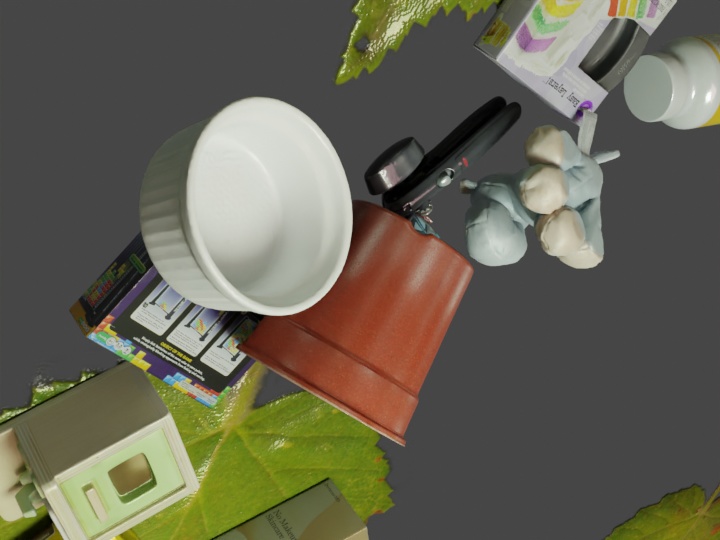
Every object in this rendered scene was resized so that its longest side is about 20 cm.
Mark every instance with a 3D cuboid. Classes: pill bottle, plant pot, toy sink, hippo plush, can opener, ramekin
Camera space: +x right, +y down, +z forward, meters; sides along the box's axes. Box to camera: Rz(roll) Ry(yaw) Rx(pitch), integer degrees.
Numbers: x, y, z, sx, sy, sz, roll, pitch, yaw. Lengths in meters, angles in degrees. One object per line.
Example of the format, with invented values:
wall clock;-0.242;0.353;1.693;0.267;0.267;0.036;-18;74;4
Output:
pill bottle;0.424;-0.233;1.326;0.200;0.112;0.112;-12;128;-30
plant pot;0.007;0.046;1.112;0.201;0.201;0.195;38;80;-47
toy sink;-0.289;0.210;1.133;0.200;0.112;0.131;-27;134;-18
hippo plush;0.184;-0.090;1.233;0.159;0.161;0.200;45;47;-40
can opener;0.099;-0.128;1.200;0.200;0.063;0.079;-34;136;-10
ramekin;-0.110;-0.055;1.014;0.200;0.098;0.201;9;78;-46

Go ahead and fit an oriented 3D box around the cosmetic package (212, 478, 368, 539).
cosmetic package;-0.097;0.368;1.408;0.200;0.105;0.071;-26;134;-21

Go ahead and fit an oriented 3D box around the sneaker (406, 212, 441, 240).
sneaker;0.000;0.000;1.232;0.200;0.079;0.096;-36;120;-14

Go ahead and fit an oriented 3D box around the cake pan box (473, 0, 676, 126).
cake pan box;0.243;-0.276;1.204;0.200;0.052;0.184;26;106;-46

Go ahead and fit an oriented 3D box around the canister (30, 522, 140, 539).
canister;-0.348;0.363;1.228;0.200;0.087;0.149;-37;137;-10

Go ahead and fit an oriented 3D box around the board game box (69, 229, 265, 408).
board game box;-0.173;0.036;1.127;0.165;0.057;0.200;-48;137;1
